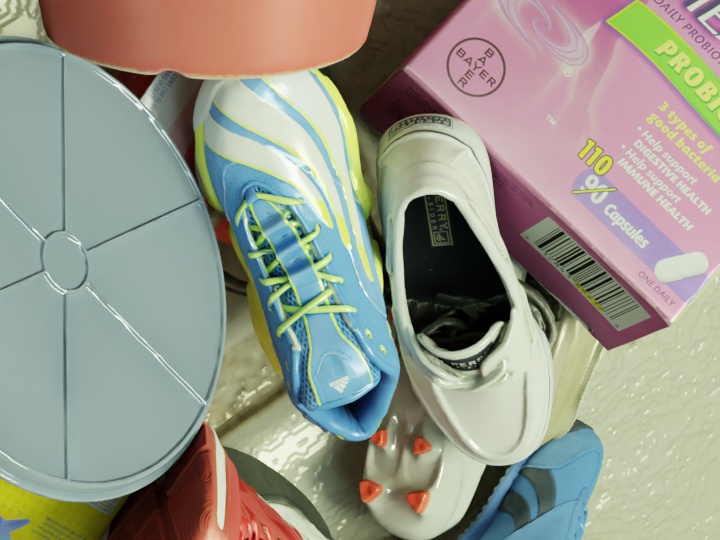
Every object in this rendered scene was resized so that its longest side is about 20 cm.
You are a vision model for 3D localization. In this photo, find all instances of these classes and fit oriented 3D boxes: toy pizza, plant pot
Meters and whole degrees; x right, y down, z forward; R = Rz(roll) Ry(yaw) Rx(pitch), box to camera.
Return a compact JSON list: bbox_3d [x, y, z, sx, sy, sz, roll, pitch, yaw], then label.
[{"bbox_3d":[-0.133,0.000,1.080,0.200,0.032,0.200,22,60,-44],"label":"toy pizza"},{"bbox_3d":[-0.064,-0.185,1.091,0.200,0.200,0.177,-10,114,-30],"label":"plant pot"}]

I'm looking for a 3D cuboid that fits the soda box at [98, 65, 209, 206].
[{"bbox_3d":[-0.129,-0.017,1.179,0.063,0.070,0.200,37,84,-35],"label":"soda box"}]

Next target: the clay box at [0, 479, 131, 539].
[{"bbox_3d":[-0.186,0.120,1.122,0.115,0.048,0.200,36,90,-35],"label":"clay box"}]

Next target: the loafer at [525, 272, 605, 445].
[{"bbox_3d":[0.118,0.001,1.342,0.068,0.076,0.200,10,100,-29],"label":"loafer"}]

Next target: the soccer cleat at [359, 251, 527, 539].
[{"bbox_3d":[0.047,0.040,1.323,0.078,0.069,0.200,13,92,-65],"label":"soccer cleat"}]

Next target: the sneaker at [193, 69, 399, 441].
[{"bbox_3d":[-0.017,-0.003,1.152,0.076,0.105,0.200,-22,134,-5],"label":"sneaker"}]

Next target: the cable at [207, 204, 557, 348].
[{"bbox_3d":[0.000,0.000,1.244,0.200,0.050,0.097,37,90,-7],"label":"cable"}]

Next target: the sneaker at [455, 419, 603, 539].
[{"bbox_3d":[0.090,0.154,1.338,0.200,0.078,0.066,-45,149,-44],"label":"sneaker"}]

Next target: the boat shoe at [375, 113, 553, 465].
[{"bbox_3d":[0.049,0.024,1.205,0.072,0.066,0.200,-6,126,7],"label":"boat shoe"}]

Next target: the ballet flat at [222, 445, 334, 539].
[{"bbox_3d":[-0.028,0.160,1.305,0.068,0.068,0.200,-47,124,-9],"label":"ballet flat"}]

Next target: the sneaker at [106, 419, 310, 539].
[{"bbox_3d":[-0.052,0.125,1.165,0.116,0.200,0.078,37,95,-14],"label":"sneaker"}]

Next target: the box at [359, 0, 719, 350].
[{"bbox_3d":[0.136,-0.095,1.256,0.176,0.097,0.200,44,74,-3],"label":"box"}]
